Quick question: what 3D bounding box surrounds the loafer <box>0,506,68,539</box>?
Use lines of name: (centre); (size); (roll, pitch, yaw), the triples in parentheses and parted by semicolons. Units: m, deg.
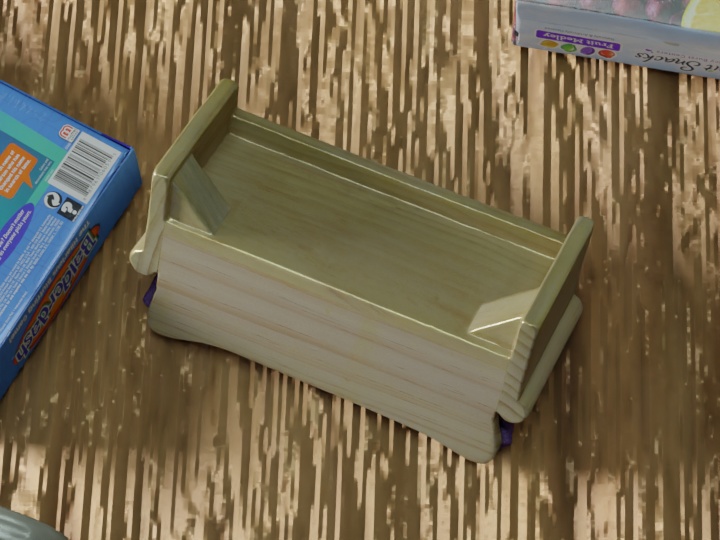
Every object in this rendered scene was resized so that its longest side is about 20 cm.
loafer: (-0.232, 0.116, 1.171); (0.199, 0.072, 0.063); (17, 76, 6)

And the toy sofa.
toy sofa: (0.000, 0.000, 1.213); (0.199, 0.098, 0.083); (21, 45, 11)

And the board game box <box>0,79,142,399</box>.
board game box: (-0.227, -0.034, 1.244); (0.200, 0.045, 0.152); (28, 71, 13)

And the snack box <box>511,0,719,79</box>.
snack box: (0.183, -0.166, 1.283); (0.199, 0.053, 0.143); (10, 67, 5)
